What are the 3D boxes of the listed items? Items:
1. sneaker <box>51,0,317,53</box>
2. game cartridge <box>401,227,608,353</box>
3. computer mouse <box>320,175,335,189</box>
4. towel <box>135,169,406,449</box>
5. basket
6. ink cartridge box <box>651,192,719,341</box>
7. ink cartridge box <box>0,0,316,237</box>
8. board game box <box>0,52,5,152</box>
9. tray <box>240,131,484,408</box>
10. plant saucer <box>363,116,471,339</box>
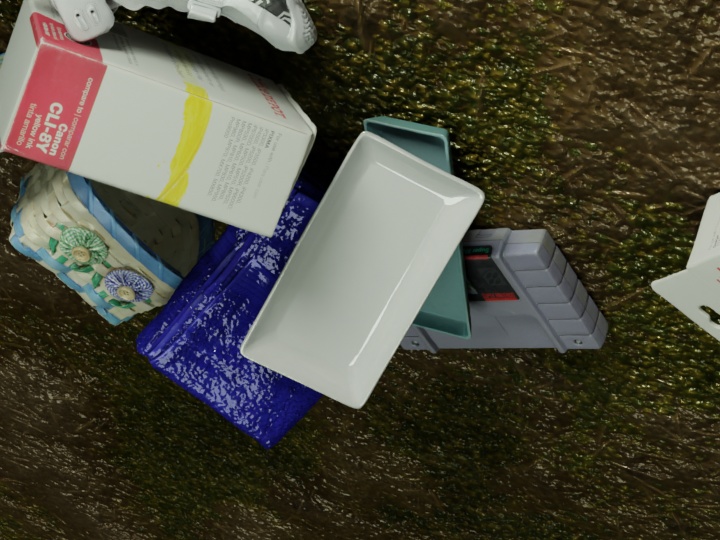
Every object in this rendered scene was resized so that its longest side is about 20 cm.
[{"bbox_3d":[-0.130,-0.187,1.121,0.199,0.075,0.115,38,103,-15],"label":"sneaker"},{"bbox_3d":[0.087,0.018,1.374,0.198,0.039,0.130,-2,144,38],"label":"game cartridge"},{"bbox_3d":[-0.041,-0.024,1.379,0.059,0.034,0.200,57,149,9],"label":"computer mouse"},{"bbox_3d":[-0.064,0.032,1.305,0.147,0.050,0.200,37,110,-12],"label":"towel"},{"bbox_3d":[-0.165,-0.059,1.348,0.199,0.140,0.176,-38,121,20],"label":"basket"},{"bbox_3d":[0.303,-0.013,1.132,0.116,0.068,0.199,36,148,-18],"label":"ink cartridge box"},{"bbox_3d":[-0.146,-0.109,1.178,0.198,0.084,0.145,18,-164,-20],"label":"ink cartridge box"},{"bbox_3d":[-0.297,-0.127,1.321,0.199,0.135,0.034,-10,120,45],"label":"board game box"},{"bbox_3d":[0.000,0.000,1.257,0.107,0.022,0.201,26,111,-11],"label":"tray"},{"bbox_3d":[0.048,-0.032,1.294,0.069,0.019,0.202,14,135,26],"label":"plant saucer"}]
